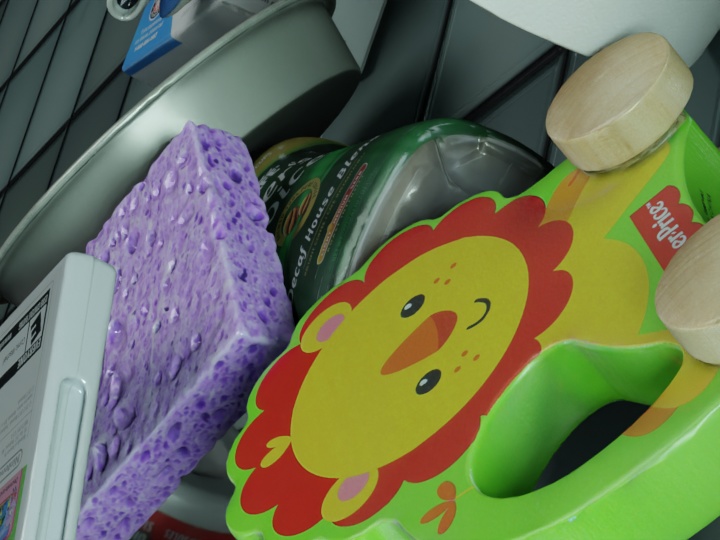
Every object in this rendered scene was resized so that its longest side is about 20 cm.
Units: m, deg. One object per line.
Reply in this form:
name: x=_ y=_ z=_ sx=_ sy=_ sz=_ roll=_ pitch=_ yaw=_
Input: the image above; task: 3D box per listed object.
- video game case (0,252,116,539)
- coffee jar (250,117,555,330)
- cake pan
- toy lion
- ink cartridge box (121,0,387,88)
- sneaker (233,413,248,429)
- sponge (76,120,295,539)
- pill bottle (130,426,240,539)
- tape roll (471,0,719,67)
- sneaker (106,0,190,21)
video game case: x=-0.143 y=0.114 z=0.831 sx=0.200 sy=0.022 sz=0.183 roll=-40 pitch=37 yaw=51
coffee jar: x=0.000 y=0.000 z=0.900 sx=0.105 sy=0.085 sz=0.200 roll=-67 pitch=19 yaw=-9
cake pan: x=-0.076 y=-0.041 z=1.022 sx=0.200 sy=0.037 sz=0.200 roll=-41 pitch=-5 yaw=-4
toy lion: x=0.043 y=0.032 z=0.688 sx=0.191 sy=0.069 sz=0.200 roll=-39 pitch=25 yaw=8
ink cartridge box: x=-0.031 y=-0.186 z=1.213 sx=0.146 sy=0.086 sz=0.201 roll=-21 pitch=48 yaw=62
sneaker: x=-0.095 y=0.071 z=1.099 sx=0.200 sy=0.078 sz=0.099 roll=-51 pitch=15 yaw=11
sponge: x=-0.099 y=0.048 z=0.891 sx=0.200 sy=0.030 sz=0.112 roll=-47 pitch=40 yaw=30
pill bottle: x=-0.128 y=0.149 z=1.006 sx=0.201 sy=0.113 sz=0.114 roll=-60 pitch=20 yaw=14
tape roll: x=0.067 y=-0.179 z=0.775 sx=0.139 sy=0.202 sz=0.203 roll=-55 pitch=21 yaw=24
sneaker: x=-0.103 y=-0.190 z=1.150 sx=0.200 sy=0.080 sz=0.147 roll=6 pitch=67 yaw=61
